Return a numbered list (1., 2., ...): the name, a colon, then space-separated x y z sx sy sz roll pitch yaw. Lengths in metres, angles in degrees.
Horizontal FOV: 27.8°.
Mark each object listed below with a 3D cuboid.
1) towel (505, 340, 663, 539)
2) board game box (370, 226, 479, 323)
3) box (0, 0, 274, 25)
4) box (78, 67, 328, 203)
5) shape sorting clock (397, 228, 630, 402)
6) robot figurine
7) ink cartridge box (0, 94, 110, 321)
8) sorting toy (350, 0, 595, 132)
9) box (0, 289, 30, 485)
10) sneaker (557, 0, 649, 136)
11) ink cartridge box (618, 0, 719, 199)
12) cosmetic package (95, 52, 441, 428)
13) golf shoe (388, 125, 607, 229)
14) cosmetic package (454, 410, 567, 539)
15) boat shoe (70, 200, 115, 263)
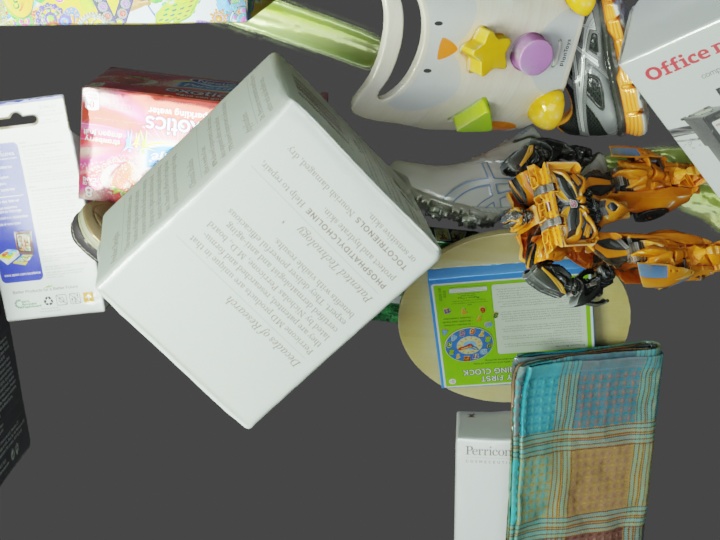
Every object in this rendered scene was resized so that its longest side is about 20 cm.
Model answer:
1. towel: 0.193 0.162 1.256 0.146 0.022 0.201 -5 107 -23
2. board game box: 0.000 0.000 1.272 0.199 0.023 0.105 7 131 3
3. box: -0.168 -0.265 1.141 0.192 0.200 0.122 1 107 6
4. box: -0.132 -0.107 1.236 0.199 0.096 0.100 7 108 3
5. shape sorting clock: 0.132 0.041 1.255 0.199 0.039 0.200 2 127 2
6. robot figurine: 0.202 -0.044 1.177 0.199 0.058 0.145 0 70 -32
7. ink cartridge box: -0.287 -0.056 1.298 0.094 0.037 0.201 -6 108 8
8. sorting toy: 0.075 -0.182 1.132 0.180 0.107 0.201 -8 123 -34
9. box: -0.421 0.096 1.311 0.196 0.117 0.201 -4 107 7
10. sneaker: 0.181 -0.200 1.193 0.077 0.078 0.201 -11 103 20
11. ink cartridge box: 0.317 -0.142 1.138 0.145 0.084 0.200 -22 123 39
12. cosmetic package: -0.075 -0.028 1.113 0.200 0.167 0.166 -42 111 9
13. golf shoe: 0.116 -0.080 1.244 0.199 0.078 0.098 13 90 -4
14. cosmetic package: 0.135 0.233 1.321 0.101 0.071 0.201 1 105 6
15. boat shoe: -0.181 0.007 1.248 0.065 0.072 0.200 -31 144 21
